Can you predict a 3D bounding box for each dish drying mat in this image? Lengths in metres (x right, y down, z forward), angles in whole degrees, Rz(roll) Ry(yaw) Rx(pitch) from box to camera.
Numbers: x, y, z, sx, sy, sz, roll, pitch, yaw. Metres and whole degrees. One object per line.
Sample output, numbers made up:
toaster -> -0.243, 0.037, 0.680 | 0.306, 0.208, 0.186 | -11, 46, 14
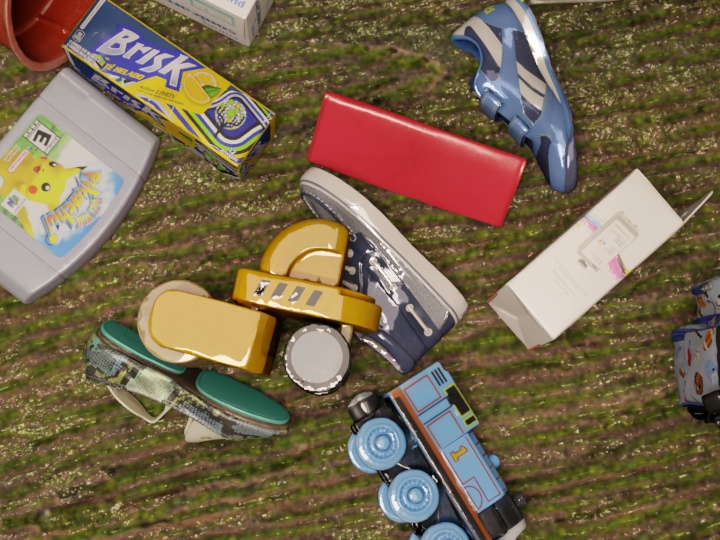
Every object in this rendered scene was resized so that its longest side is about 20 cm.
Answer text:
dish drying mat -> 0.052, -0.105, 1.131 | 0.199, 0.018, 0.077 | 19, 124, 0

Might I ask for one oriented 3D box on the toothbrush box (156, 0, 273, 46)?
toothbrush box -> -0.127, -0.341, 1.143 | 0.146, 0.085, 0.201 | 27, 83, 2

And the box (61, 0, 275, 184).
box -> -0.177, -0.168, 1.122 | 0.199, 0.070, 0.064 | 34, 79, 2

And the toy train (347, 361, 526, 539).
toy train -> 0.070, 0.185, 1.076 | 0.114, 0.087, 0.201 | -31, 84, -12

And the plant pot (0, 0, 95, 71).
plant pot -> -0.342, -0.312, 1.085 | 0.194, 0.201, 0.202 | 24, 81, 10

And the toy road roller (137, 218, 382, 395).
toy road roller -> -0.080, 0.023, 1.036 | 0.199, 0.123, 0.147 | 12, 83, 1

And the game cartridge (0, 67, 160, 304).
game cartridge -> -0.286, -0.076, 1.122 | 0.133, 0.040, 0.200 | 37, 82, -1

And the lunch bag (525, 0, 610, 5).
lunch bag -> 0.255, -0.351, 1.145 | 0.199, 0.118, 0.165 | -3, 81, 2

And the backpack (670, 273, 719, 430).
backpack -> 0.362, 0.071, 1.052 | 0.199, 0.191, 0.155 | 1, 76, -7

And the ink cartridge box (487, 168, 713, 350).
ink cartridge box -> 0.217, -0.019, 1.095 | 0.200, 0.117, 0.068 | -40, 85, -8

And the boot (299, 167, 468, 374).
boot -> 0.000, 0.000, 1.103 | 0.200, 0.073, 0.090 | 43, 76, 3

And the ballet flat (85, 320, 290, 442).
ballet flat -> -0.161, 0.117, 1.091 | 0.199, 0.074, 0.075 | 28, 81, 3

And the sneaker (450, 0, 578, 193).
sneaker -> 0.150, -0.160, 1.138 | 0.082, 0.074, 0.201 | -20, 77, -1
